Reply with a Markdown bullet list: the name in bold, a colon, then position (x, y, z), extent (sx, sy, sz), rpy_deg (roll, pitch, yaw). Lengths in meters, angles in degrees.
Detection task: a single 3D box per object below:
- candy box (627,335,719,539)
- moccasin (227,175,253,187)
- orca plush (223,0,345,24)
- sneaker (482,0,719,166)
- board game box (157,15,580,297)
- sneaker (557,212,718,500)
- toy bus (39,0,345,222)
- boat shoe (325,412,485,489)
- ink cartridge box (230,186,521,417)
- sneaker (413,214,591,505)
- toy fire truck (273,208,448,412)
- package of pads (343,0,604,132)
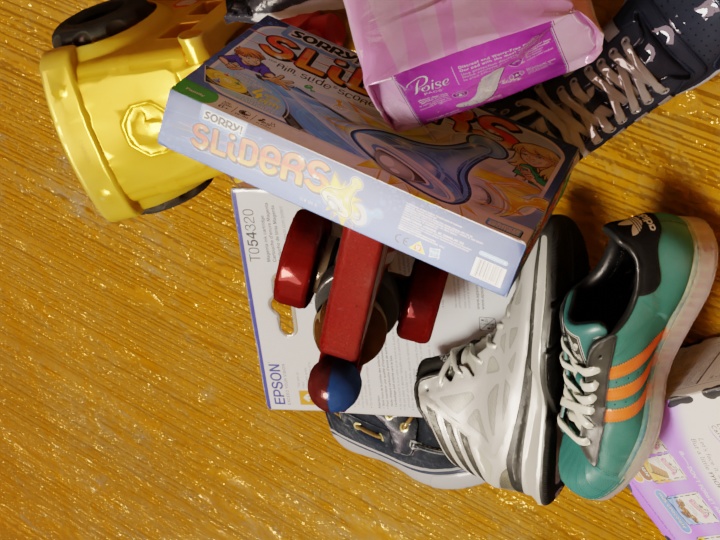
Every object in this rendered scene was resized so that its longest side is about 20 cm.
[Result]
- **candy box**: position (0.269, 0.125, 1.009), extent (0.168, 0.072, 0.200), rpy_deg (53, 146, -10)
- **moccasin**: position (-0.034, -0.042, 1.164), extent (0.201, 0.074, 0.078), rpy_deg (34, 137, -1)
- **orca plush**: position (0.014, -0.194, 0.908), extent (0.198, 0.105, 0.072), rpy_deg (-11, 84, 19)
- **sneaker**: position (0.135, -0.101, 0.883), extent (0.070, 0.109, 0.200), rpy_deg (50, 146, -9)
- **board game box**: position (0.009, -0.067, 0.830), extent (0.199, 0.135, 0.035), rpy_deg (24, 121, 8)
- **sneaker**: position (0.154, 0.054, 0.979), extent (0.071, 0.079, 0.202), rpy_deg (46, 125, 55)
- **toy bus**: position (-0.085, -0.138, 1.032), extent (0.191, 0.200, 0.137), rpy_deg (-10, 115, 28)
- **boat shoe**: position (0.034, 0.112, 1.242), extent (0.199, 0.071, 0.091), rpy_deg (8, 135, 45)
- **ink cartridge box**: position (0.019, 0.017, 1.101), extent (0.198, 0.043, 0.198), rpy_deg (3, 124, 14)
- **sneaker**: position (0.087, 0.054, 1.039), extent (0.115, 0.076, 0.202), rpy_deg (12, 111, 27)
- **toy fire truck**: position (0.000, 0.000, 0.967), extent (0.111, 0.168, 0.201), rpy_deg (17, 124, 3)
- **package of pads**: position (0.043, -0.184, 0.803), extent (0.076, 0.120, 0.202), rpy_deg (48, -153, -66)
